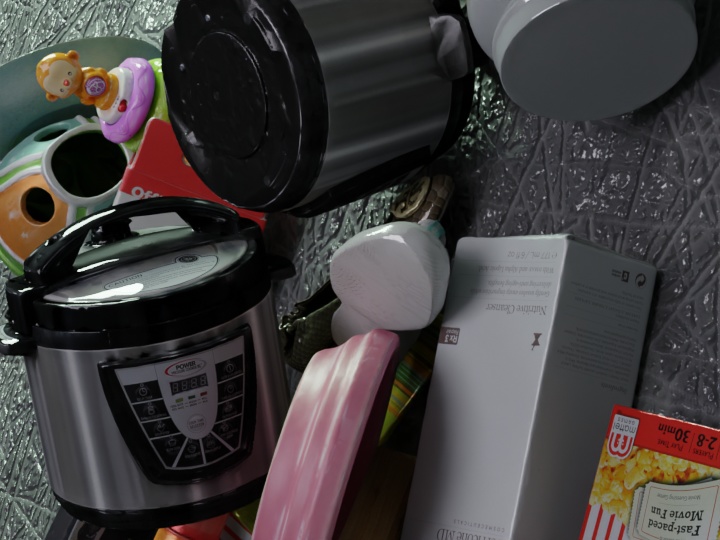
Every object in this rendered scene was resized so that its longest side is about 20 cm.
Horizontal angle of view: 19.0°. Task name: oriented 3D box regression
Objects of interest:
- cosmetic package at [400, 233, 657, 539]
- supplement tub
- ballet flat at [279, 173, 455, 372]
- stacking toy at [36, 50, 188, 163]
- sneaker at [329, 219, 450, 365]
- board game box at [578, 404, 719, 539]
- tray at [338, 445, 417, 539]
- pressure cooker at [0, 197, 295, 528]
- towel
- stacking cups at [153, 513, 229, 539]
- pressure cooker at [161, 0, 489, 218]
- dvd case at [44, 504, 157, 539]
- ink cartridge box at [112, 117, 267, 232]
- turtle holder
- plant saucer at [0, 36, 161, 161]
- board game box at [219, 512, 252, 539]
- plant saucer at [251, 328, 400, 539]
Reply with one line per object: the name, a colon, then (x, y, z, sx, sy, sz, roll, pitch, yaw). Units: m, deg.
cosmetic package: (0.102, 0.084, 1.314, 0.113, 0.081, 0.201, -1, 74, 55)
supplement tub: (0.131, -0.209, 1.347, 0.145, 0.145, 0.201, -42, 44, 38)
ballet flat: (0.000, 0.000, 1.522, 0.200, 0.046, 0.067, -50, 8, 34)
stacking toy: (-0.166, -0.131, 1.701, 0.116, 0.199, 0.110, -58, 35, 20)
sneaker: (0.030, -0.003, 1.387, 0.089, 0.075, 0.200, -51, -5, -20)
board game box: (0.178, 0.186, 1.187, 0.151, 0.046, 0.201, 10, 84, 57)
tray: (-0.002, 0.198, 1.344, 0.200, 0.037, 0.099, -64, -11, -68)
pressure cooker: (-0.141, 0.052, 1.432, 0.178, 0.176, 0.201, 0, 109, 23)
towel: (-0.010, 0.106, 1.478, 0.200, 0.018, 0.086, -54, 32, -1)
stacking cups: (-0.148, 0.238, 1.518, 0.060, 0.060, 0.201, 31, 101, 56)
pressure cooker: (-0.015, -0.142, 1.499, 0.176, 0.200, 0.179, 47, 136, 28)
dvd case: (-0.159, 0.142, 1.625, 0.025, 0.150, 0.201, 33, 105, 26)
ink cartridge box: (-0.145, -0.013, 1.671, 0.067, 0.116, 0.201, -99, 31, -78)
turtle holder: (-0.222, -0.065, 1.811, 0.132, 0.185, 0.141, 125, 133, -60)
plant saucer: (-0.258, -0.135, 1.860, 0.201, 0.201, 0.039, -37, 66, 42)
board game box: (-0.092, 0.253, 1.543, 0.200, 0.046, 0.152, 30, 100, 57)
plant saucer: (-0.026, 0.130, 1.343, 0.201, 0.051, 0.201, 17, -90, -85)
